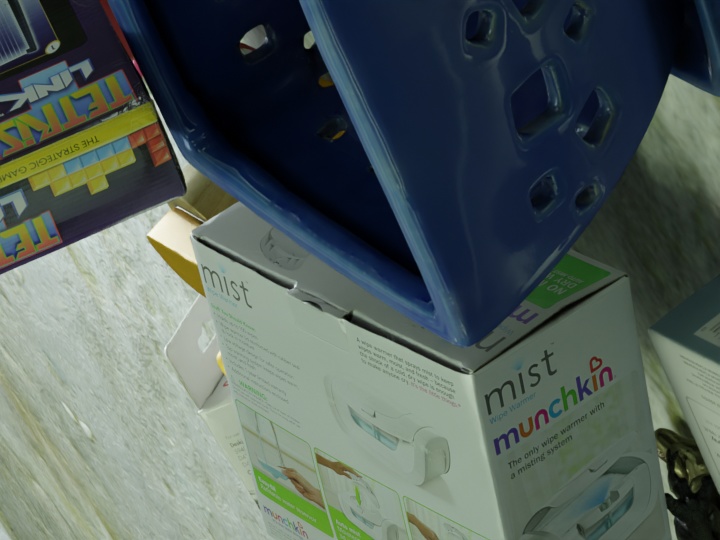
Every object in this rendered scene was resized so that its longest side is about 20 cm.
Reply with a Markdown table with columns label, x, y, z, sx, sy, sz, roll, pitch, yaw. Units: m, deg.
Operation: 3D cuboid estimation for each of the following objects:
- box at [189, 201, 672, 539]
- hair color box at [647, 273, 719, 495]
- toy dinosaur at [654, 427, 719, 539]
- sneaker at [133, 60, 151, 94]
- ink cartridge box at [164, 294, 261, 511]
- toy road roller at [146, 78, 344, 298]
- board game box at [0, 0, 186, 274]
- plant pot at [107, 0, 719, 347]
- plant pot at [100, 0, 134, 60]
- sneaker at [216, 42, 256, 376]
| label | x | y | z | sx | sy | sz | roll | pitch | yaw |
| --- | --- | --- | --- | --- | --- | --- | --- | --- | --- |
| box | 0.030 | 0.064 | 1.233 | 0.200 | 0.097 | 0.177 | 25 | 137 | 47 |
| hair color box | 0.203 | 0.099 | 1.171 | 0.099 | 0.061 | 0.200 | 29 | 150 | 56 |
| toy dinosaur | 0.162 | 0.114 | 1.268 | 0.200 | 0.047 | 0.088 | -92 | -12 | -57 |
| sneaker | -0.106 | -0.133 | 1.469 | 0.200 | 0.088 | 0.081 | -157 | 72 | -67 |
| ink cartridge box | -0.027 | 0.093 | 1.673 | 0.200 | 0.067 | 0.116 | 59 | -152 | -18 |
| toy road roller | 0.000 | 0.000 | 1.432 | 0.200 | 0.123 | 0.146 | 30 | 163 | 52 |
| board game box | -0.189 | -0.058 | 1.102 | 0.057 | 0.200 | 0.165 | 73 | 172 | -47 |
| plant pot | 0.020 | -0.125 | 1.013 | 0.200 | 0.180 | 0.200 | 36 | 156 | 48 |
| plant pot | -0.168 | -0.212 | 1.331 | 0.200 | 0.200 | 0.183 | 40 | 152 | 39 |
| sneaker | -0.059 | -0.029 | 1.539 | 0.078 | 0.082 | 0.200 | -166 | 64 | -70 |
